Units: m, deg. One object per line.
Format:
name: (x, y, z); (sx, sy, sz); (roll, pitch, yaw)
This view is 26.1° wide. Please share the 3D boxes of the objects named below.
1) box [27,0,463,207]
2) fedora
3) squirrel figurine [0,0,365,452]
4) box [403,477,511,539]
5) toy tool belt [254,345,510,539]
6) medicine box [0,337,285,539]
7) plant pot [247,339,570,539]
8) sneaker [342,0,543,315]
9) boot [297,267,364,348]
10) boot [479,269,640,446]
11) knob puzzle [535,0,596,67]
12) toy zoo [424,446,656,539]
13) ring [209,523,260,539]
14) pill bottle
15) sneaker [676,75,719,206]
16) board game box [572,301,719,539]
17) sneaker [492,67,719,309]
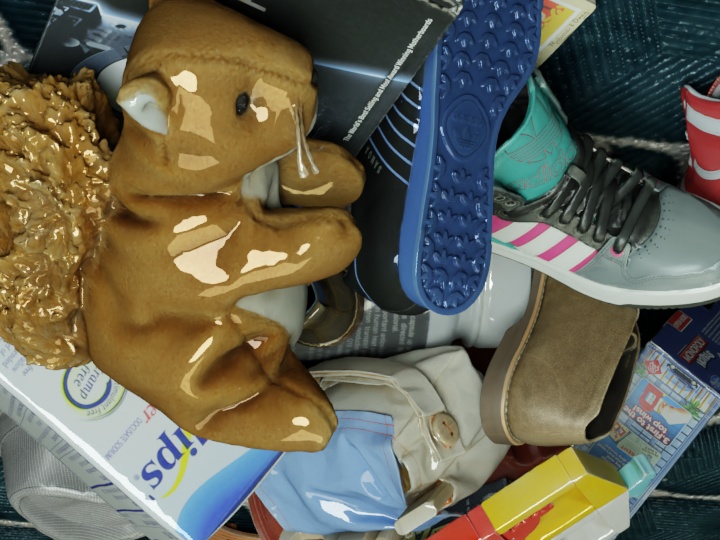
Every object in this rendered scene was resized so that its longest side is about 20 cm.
box: (-0.059, -0.127, 0.745); (0.163, 0.087, 0.200); (23, 142, -14)
fedora: (-0.213, 0.156, 1.218); (0.176, 0.091, 0.199); (-28, 140, 35)
squirrel figurine: (-0.096, -0.035, 0.695); (0.198, 0.142, 0.187); (5, 137, 7)
box: (0.076, 0.244, 1.060); (0.157, 0.051, 0.200); (-24, 125, 18)
toy tool belt: (-0.009, 0.123, 0.936); (0.199, 0.123, 0.125); (-21, 116, 42)
medicine box: (-0.143, 0.054, 0.867); (0.200, 0.103, 0.182); (42, 165, -5)
plant pot: (0.047, 0.121, 1.103); (0.200, 0.202, 0.195); (13, 138, -24)
sneaker: (0.034, -0.078, 0.779); (0.070, 0.202, 0.078); (17, 173, -38)
boot: (-0.082, -0.033, 0.849); (0.200, 0.075, 0.097); (37, -178, 6)
boot: (0.139, 0.019, 0.919); (0.075, 0.201, 0.074); (2, 145, 32)
knob puzzle: (0.000, -0.118, 0.849); (0.218, 0.031, 0.220); (-2, 149, -1)
toy zoo: (0.086, 0.166, 0.921); (0.199, 0.021, 0.131); (-34, 150, 6)
ring: (-0.070, 0.208, 1.384); (0.199, 0.019, 0.201); (-2, 147, -1)
pill bottle: (0.000, 0.000, 0.962); (0.198, 0.114, 0.113); (1, 148, -5)
sneaker: (0.215, -0.058, 0.942); (0.071, 0.113, 0.200); (-5, 180, -10)
board game box: (0.196, 0.112, 1.076); (0.200, 0.062, 0.200); (-58, 166, 26)
sneaker: (0.111, -0.050, 0.835); (0.199, 0.084, 0.121); (17, 162, 23)
